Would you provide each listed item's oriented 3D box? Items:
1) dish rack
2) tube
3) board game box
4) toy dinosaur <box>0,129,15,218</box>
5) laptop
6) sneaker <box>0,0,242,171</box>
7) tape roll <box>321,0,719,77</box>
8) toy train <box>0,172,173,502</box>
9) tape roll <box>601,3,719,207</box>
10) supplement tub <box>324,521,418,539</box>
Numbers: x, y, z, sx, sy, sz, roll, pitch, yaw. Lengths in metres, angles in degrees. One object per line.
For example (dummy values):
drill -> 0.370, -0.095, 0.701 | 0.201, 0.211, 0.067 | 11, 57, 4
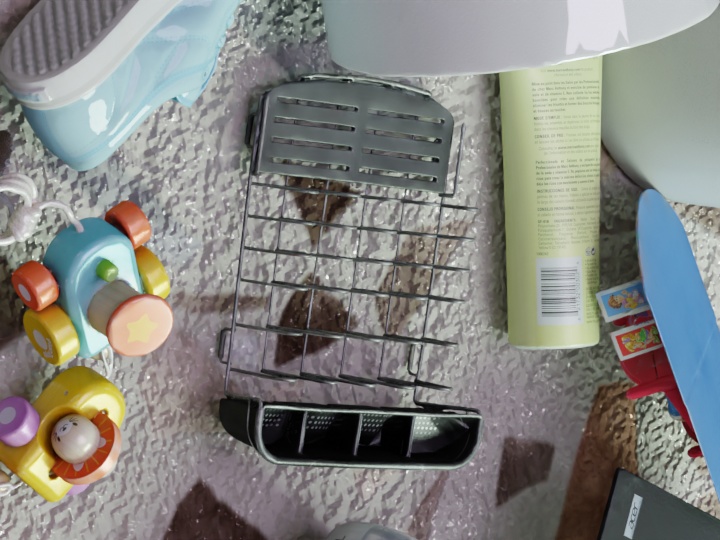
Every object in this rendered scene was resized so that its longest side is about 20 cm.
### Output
dish rack -> 0.000, 0.000, 1.556 | 0.153, 0.054, 0.201 | 5, 93, -42
tube -> 0.105, -0.058, 1.644 | 0.058, 0.052, 0.201 | -26, 115, -75
board game box -> 0.174, 0.055, 1.688 | 0.158, 0.039, 0.200 | -53, 124, -70
toy dinosaur -> -0.224, -0.075, 1.341 | 0.200, 0.077, 0.103 | 1, 89, -43
laptop -> 0.157, 0.228, 1.685 | 0.103, 0.200, 0.178 | 17, 73, 2
sneaker -> -0.092, -0.127, 1.458 | 0.200, 0.074, 0.082 | -42, 136, -23
tape roll -> 0.077, -0.155, 1.504 | 0.202, 0.202, 0.071 | -22, 110, -36
toy train -> -0.156, 0.059, 1.399 | 0.150, 0.056, 0.200 | 7, 111, -50
tape roll -> 0.241, -0.130, 1.685 | 0.202, 0.139, 0.203 | -8, 102, -40
supplement tub -> -0.012, 0.240, 1.537 | 0.123, 0.122, 0.200 | 48, 67, -34
